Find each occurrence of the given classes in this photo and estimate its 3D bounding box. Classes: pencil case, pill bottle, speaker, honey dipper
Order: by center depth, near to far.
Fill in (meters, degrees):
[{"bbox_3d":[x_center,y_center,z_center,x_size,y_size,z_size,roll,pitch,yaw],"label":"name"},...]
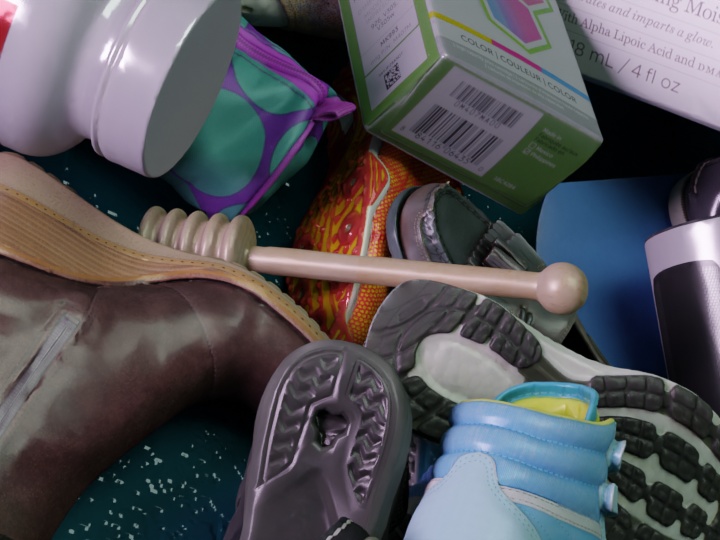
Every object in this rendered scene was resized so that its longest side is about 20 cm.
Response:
[{"bbox_3d":[-0.156,-0.118,0.913,0.199,0.113,0.112,25,43,10],"label":"pill bottle"},{"bbox_3d":[0.000,0.000,0.950,0.198,0.038,0.038,6,43,16],"label":"honey dipper"},{"bbox_3d":[-0.100,-0.115,1.006,0.200,0.092,0.085,45,30,0],"label":"pencil case"},{"bbox_3d":[0.190,0.077,1.037,0.081,0.081,0.202,-1,78,-36],"label":"speaker"}]

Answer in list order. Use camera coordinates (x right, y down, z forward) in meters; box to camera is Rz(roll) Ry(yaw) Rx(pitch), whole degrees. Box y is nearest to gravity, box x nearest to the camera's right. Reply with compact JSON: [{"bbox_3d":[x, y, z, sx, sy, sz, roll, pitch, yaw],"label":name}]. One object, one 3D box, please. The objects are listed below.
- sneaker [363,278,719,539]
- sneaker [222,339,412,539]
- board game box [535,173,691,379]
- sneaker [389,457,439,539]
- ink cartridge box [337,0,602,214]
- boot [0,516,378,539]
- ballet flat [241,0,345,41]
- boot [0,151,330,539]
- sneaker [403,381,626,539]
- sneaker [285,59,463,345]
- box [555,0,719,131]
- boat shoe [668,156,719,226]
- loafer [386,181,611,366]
[{"bbox_3d":[0.083,0.065,0.951,0.199,0.089,0.077,32,84,-12],"label":"sneaker"},{"bbox_3d":[-0.026,0.128,0.862,0.076,0.114,0.201,15,87,8],"label":"sneaker"},{"bbox_3d":[0.163,0.030,1.128,0.199,0.039,0.159,-6,68,-36],"label":"board game box"},{"bbox_3d":[0.107,0.142,0.972,0.200,0.078,0.090,37,40,-7],"label":"sneaker"},{"bbox_3d":[0.043,-0.133,1.070,0.103,0.059,0.201,26,36,-34],"label":"ink cartridge box"},{"bbox_3d":[-0.106,0.118,0.780,0.203,0.074,0.154,-39,77,-4],"label":"boot"},{"bbox_3d":[-0.070,-0.168,1.074,0.200,0.067,0.068,51,-11,-36],"label":"ballet flat"},{"bbox_3d":[-0.110,0.062,0.899,0.199,0.072,0.167,31,57,-15],"label":"boot"},{"bbox_3d":[0.082,0.122,0.875,0.200,0.079,0.131,55,48,-50],"label":"sneaker"},{"bbox_3d":[0.017,-0.032,1.044,0.077,0.073,0.201,34,46,-19],"label":"sneaker"},{"bbox_3d":[0.223,-0.139,1.140,0.198,0.132,0.200,24,15,28],"label":"box"},{"bbox_3d":[0.223,0.028,1.100,0.072,0.063,0.201,-15,73,-38],"label":"boat shoe"},{"bbox_3d":[0.089,0.037,1.004,0.201,0.063,0.072,55,42,-19],"label":"loafer"}]
